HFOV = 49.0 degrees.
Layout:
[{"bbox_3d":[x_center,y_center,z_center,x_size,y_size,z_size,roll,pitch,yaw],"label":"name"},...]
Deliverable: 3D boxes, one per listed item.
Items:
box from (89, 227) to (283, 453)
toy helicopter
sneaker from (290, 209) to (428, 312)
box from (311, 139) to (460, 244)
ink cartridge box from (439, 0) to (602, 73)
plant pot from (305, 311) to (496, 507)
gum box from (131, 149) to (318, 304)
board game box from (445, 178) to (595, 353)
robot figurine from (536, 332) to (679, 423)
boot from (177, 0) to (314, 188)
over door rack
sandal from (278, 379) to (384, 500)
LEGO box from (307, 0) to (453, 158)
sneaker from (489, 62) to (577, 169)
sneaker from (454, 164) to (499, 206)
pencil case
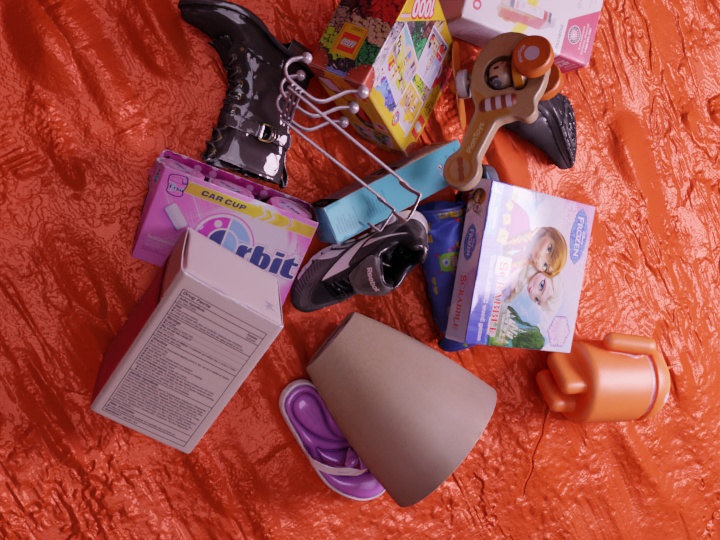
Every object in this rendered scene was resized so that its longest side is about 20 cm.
[{"bbox_3d":[-0.192,0.079,0.879,0.127,0.109,0.201,31,109,-22],"label":"box"},{"bbox_3d":[0.147,-0.193,0.947,0.202,0.131,0.079,-64,153,-2],"label":"toy helicopter"},{"bbox_3d":[0.000,0.000,0.964,0.198,0.091,0.067,-29,118,7],"label":"sneaker"},{"bbox_3d":[0.034,-0.100,0.996,0.198,0.082,0.050,-28,103,-15],"label":"box"},{"bbox_3d":[0.212,-0.361,1.035,0.197,0.083,0.148,14,90,-20],"label":"ink cartridge box"},{"bbox_3d":[0.034,0.153,0.985,0.200,0.187,0.188,42,81,-2],"label":"plant pot"},{"bbox_3d":[-0.163,-0.050,0.920,0.197,0.066,0.115,19,109,-20],"label":"gum box"},{"bbox_3d":[0.210,-0.001,1.018,0.197,0.041,0.204,7,93,-35],"label":"board game box"},{"bbox_3d":[0.351,0.155,1.115,0.197,0.116,0.147,2,94,-20],"label":"robot figurine"},{"bbox_3d":[-0.147,-0.205,0.928,0.198,0.069,0.176,24,86,-22],"label":"boot"},{"bbox_3d":[-0.010,-0.141,0.868,0.066,0.148,0.201,-41,94,-8],"label":"over door rack"},{"bbox_3d":[-0.033,0.229,1.019,0.082,0.050,0.203,-45,108,-10],"label":"sandal"},{"bbox_3d":[0.034,-0.246,0.923,0.076,0.200,0.151,25,85,22],"label":"LEGO box"},{"bbox_3d":[0.233,-0.211,1.065,0.200,0.090,0.077,50,42,-36],"label":"sneaker"},{"bbox_3d":[0.192,-0.054,1.071,0.095,0.079,0.203,-26,111,-26],"label":"sneaker"},{"bbox_3d":[0.125,0.006,1.039,0.085,0.078,0.203,-12,101,11],"label":"pencil case"}]
